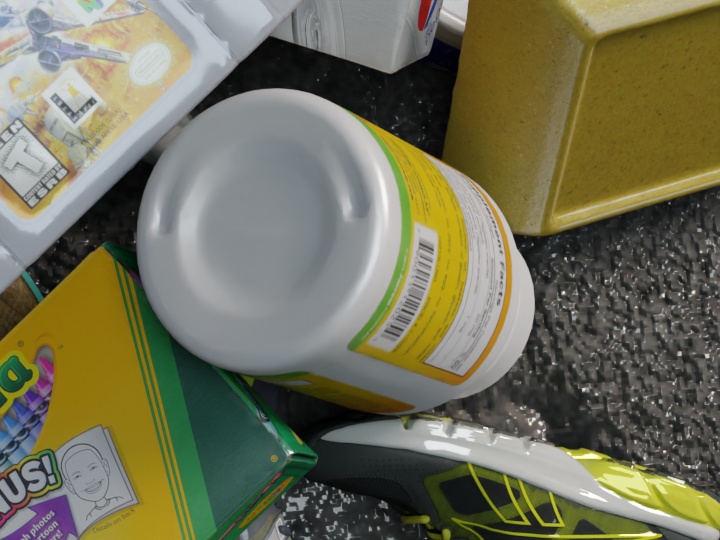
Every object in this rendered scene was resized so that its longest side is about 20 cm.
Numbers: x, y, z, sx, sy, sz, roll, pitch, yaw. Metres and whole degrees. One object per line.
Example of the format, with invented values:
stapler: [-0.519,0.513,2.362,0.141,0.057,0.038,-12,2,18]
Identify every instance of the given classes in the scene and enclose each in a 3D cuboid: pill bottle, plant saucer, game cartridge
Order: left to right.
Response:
game cartridge: [-0.136,-0.090,1.079,0.200,0.042,0.133,-45,108,-4]
pill bottle: [0.000,0.000,1.133,0.111,0.200,0.112,-5,78,23]
plant saucer: [0.140,-0.090,1.186,0.199,0.200,0.049,-16,58,-16]

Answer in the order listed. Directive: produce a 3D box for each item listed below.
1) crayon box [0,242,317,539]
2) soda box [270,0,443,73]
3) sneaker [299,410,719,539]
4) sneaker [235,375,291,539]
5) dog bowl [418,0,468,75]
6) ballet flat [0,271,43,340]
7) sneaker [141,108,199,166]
crayon box: [-0.130,0.100,1.119,0.200,0.058,0.119,-44,79,4]
soda box: [-0.061,-0.145,1.158,0.199,0.063,0.069,19,106,12]
sneaker: [0.065,0.114,1.207,0.199,0.074,0.085,14,87,-9]
sneaker: [-0.052,0.129,1.183,0.081,0.074,0.201,9,87,-23]
dog bowl: [0.071,-0.188,1.239,0.199,0.079,0.201,2,84,-15]
ballet flat: [-0.203,-0.032,1.130,0.072,0.068,0.201,-44,120,-31]
sneaker: [-0.155,-0.087,1.180,0.200,0.070,0.080,31,93,-7]
